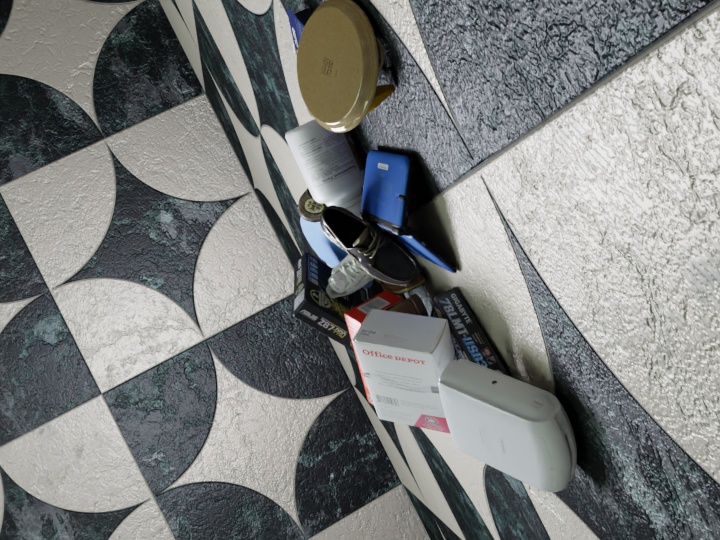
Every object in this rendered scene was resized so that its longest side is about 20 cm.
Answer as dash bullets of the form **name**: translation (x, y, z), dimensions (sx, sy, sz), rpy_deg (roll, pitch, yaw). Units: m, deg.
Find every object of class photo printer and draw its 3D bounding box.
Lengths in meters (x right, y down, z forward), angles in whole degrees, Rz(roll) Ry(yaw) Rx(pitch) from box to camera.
- **photo printer**: translation (0.216, 0.227, 1.050), dimensions (0.199, 0.069, 0.167), rpy_deg (19, 138, 41)

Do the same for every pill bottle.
- **pill bottle**: translation (-0.050, -0.186, 1.356), dimensions (0.201, 0.114, 0.114), rpy_deg (66, 169, -12)

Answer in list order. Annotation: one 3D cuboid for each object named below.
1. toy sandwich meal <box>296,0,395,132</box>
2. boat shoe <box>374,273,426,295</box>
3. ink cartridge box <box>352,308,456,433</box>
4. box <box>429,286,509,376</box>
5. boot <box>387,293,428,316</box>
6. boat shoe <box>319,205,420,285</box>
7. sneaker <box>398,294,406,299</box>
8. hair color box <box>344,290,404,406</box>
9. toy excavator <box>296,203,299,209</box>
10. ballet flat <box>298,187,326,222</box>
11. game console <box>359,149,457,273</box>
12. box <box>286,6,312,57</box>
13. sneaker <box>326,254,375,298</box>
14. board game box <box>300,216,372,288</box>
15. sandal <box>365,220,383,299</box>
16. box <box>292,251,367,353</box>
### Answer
- **toy sandwich meal**: translation (-0.024, -0.293, 1.058), dimensions (0.204, 0.070, 0.207), rpy_deg (17, 113, 49)
- **boat shoe**: translation (0.061, -0.004, 1.376), dimensions (0.068, 0.072, 0.200), rpy_deg (67, 168, -17)
- **ink cartridge box**: translation (0.086, 0.169, 1.215), dimensions (0.145, 0.083, 0.201), rpy_deg (7, 133, 28)
- **box**: translation (0.183, 0.152, 1.233), dimensions (0.201, 0.049, 0.199), rpy_deg (60, 168, 21)
- **boot**: translation (0.099, 0.143, 1.300), dimensions (0.201, 0.075, 0.074), rpy_deg (69, 169, -21)
- **boat shoe**: translation (0.009, -0.041, 1.210), dimensions (0.199, 0.075, 0.073), rpy_deg (32, -179, 14)
- **sneaker**: translation (0.111, 0.120, 1.406), dimensions (0.075, 0.084, 0.202), rpy_deg (14, 126, 60)
- **hair color box**: translation (0.046, 0.150, 1.337), dimensions (0.061, 0.101, 0.202), rpy_deg (27, 139, 53)
- **toy excavator**: translation (-0.061, -0.100, 1.712), dimensions (0.201, 0.099, 0.194), rpy_deg (59, 174, -28)
- **ballet flat**: translation (-0.072, -0.164, 1.452), dimensions (0.067, 0.201, 0.047), rpy_deg (25, 131, 1)
- **game console**: translation (0.082, -0.101, 1.187), dimensions (0.200, 0.117, 0.173), rpy_deg (-146, 62, -68)
- **box**: translation (-0.061, -0.352, 1.220), dimensions (0.200, 0.032, 0.122), rpy_deg (54, 166, 32)
- **sneaker**: translation (0.000, 0.000, 1.320), dimensions (0.075, 0.099, 0.200), rpy_deg (50, 147, 5)
- **board game box**: translation (-0.038, -0.053, 1.467), dimensions (0.199, 0.039, 0.159), rpy_deg (33, 155, 30)
- **sandal**: translation (0.034, -0.008, 1.507), dimensions (0.048, 0.075, 0.202), rpy_deg (-148, 42, -67)
- **box**: translation (-0.056, 0.062, 1.423), dimensions (0.161, 0.049, 0.200), rpy_deg (35, -160, -19)
